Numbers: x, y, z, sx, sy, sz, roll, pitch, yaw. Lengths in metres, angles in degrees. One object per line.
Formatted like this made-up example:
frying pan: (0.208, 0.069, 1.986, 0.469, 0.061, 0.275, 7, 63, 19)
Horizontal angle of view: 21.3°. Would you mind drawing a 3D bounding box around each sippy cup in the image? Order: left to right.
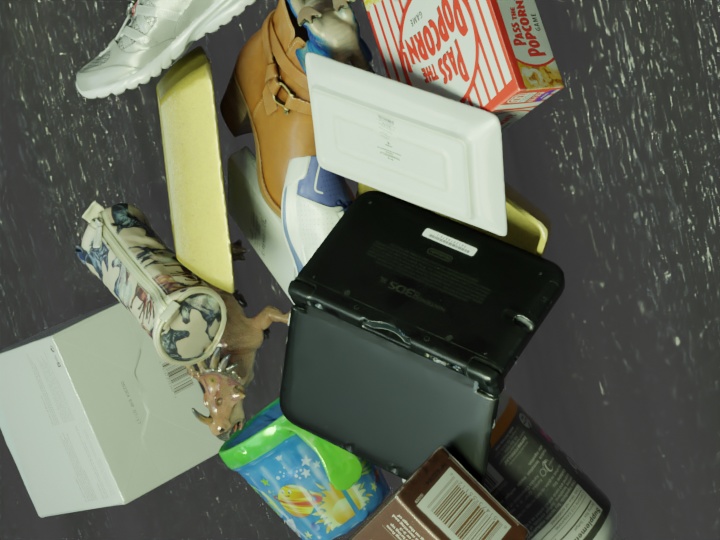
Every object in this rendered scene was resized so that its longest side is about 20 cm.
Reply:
sippy cup: (-0.045, 0.186, 1.819, 0.139, 0.178, 0.131, -34, 95, 18)

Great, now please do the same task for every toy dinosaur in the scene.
toy dinosaur: (-0.146, 0.051, 1.851, 0.200, 0.135, 0.086, 49, 141, 21)

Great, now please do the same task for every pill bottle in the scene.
pill bottle: (0.138, 0.202, 1.574, 0.200, 0.116, 0.116, 46, 144, -7)

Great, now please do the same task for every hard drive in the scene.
hard drive: (-0.058, -0.007, 1.765, 0.201, 0.026, 0.132, 53, 164, 15)

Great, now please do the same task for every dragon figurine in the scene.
dragon figurine: (-0.026, -0.196, 1.584, 0.200, 0.058, 0.100, -122, 10, -49)

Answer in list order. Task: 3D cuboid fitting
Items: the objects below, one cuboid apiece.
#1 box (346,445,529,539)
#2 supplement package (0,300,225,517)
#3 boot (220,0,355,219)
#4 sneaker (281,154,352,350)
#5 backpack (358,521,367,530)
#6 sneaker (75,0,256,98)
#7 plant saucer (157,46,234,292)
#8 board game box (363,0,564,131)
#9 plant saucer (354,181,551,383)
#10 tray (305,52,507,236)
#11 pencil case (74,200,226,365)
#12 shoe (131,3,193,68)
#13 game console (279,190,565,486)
box: (0.039, 0.234, 1.510, 0.100, 0.075, 0.200, 44, 138, 4)
supplement package: (-0.283, 0.145, 2.064, 0.199, 0.147, 0.193, -17, 97, 53)
boot: (-0.042, -0.131, 1.674, 0.200, 0.073, 0.155, 51, 138, 14)
sneaker: (0.000, 0.001, 1.617, 0.114, 0.080, 0.201, -2, 92, 20)
backpack: (0.091, 0.304, 1.666, 0.199, 0.162, 0.155, 20, 124, 50)
sneaker: (-0.181, -0.230, 1.714, 0.199, 0.075, 0.082, -35, 103, 11)
plant saucer: (-0.152, -0.093, 1.727, 0.200, 0.048, 0.202, -123, 27, -77)
board game box: (0.070, -0.199, 1.477, 0.151, 0.046, 0.201, -37, 66, 53)
plant saucer: (0.079, -0.022, 1.604, 0.200, 0.048, 0.201, 41, 137, 28)
tray: (0.029, -0.096, 1.488, 0.199, 0.022, 0.108, 23, 132, 37)
pencil case: (-0.196, 0.011, 1.793, 0.078, 0.089, 0.200, -53, 42, 6)
shoe: (-0.188, -0.290, 1.766, 0.091, 0.071, 0.201, 42, 134, 31)
game console: (0.047, 0.058, 1.528, 0.199, 0.176, 0.117, 23, 152, 28)
